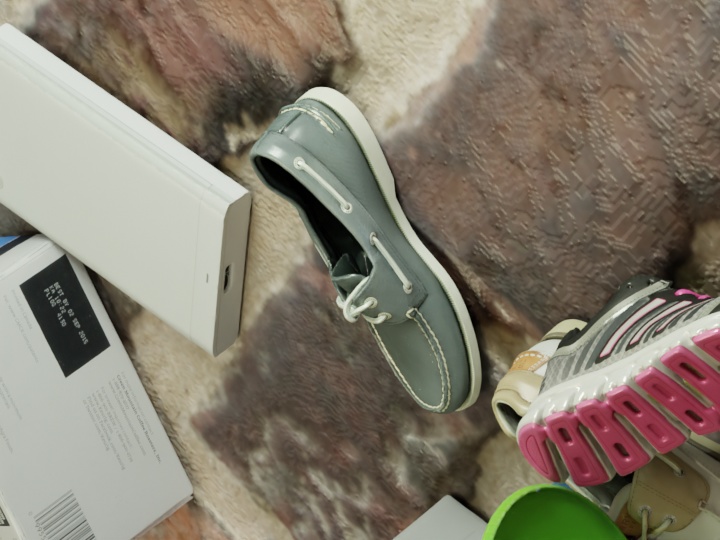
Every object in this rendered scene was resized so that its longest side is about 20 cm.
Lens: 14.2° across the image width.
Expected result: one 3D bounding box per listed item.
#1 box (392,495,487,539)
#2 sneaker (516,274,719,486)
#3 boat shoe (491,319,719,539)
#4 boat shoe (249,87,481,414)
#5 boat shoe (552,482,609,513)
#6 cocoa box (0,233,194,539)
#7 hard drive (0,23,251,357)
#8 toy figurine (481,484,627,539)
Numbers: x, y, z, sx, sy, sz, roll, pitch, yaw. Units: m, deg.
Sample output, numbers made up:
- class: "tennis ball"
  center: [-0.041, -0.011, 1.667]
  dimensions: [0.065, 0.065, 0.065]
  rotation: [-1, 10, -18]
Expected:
- class: "box"
  center: [0.038, 0.284, 1.671]
  dimensions: [0.171, 0.199, 0.200]
  rotation: [35, 139, 24]
- class: "sneaker"
  center: [0.164, 0.035, 1.421]
  dimensions: [0.200, 0.087, 0.074]
  rotation: [-27, 124, 34]
- class: "boat shoe"
  center: [0.152, 0.116, 1.507]
  dimensions: [0.200, 0.068, 0.075]
  rotation: [41, 144, 15]
- class: "boat shoe"
  center: [0.000, 0.000, 1.586]
  dimensions: [0.073, 0.062, 0.200]
  rotation: [-5, 116, 51]
- class: "boat shoe"
  center: [0.166, 0.196, 1.565]
  dimensions: [0.084, 0.069, 0.200]
  rotation: [-21, 92, 20]
- class: "cocoa box"
  center: [-0.227, 0.093, 1.865]
  dimensions: [0.131, 0.133, 0.200]
  rotation: [-3, 117, 51]
- class: "hard drive"
  center: [-0.151, -0.048, 1.750]
  dimensions: [0.200, 0.026, 0.132]
  rotation: [34, 141, 24]
- class: "toy figurine"
  center: [0.053, 0.226, 1.487]
  dimensions: [0.184, 0.150, 0.200]
  rotation: [-22, 101, 37]
